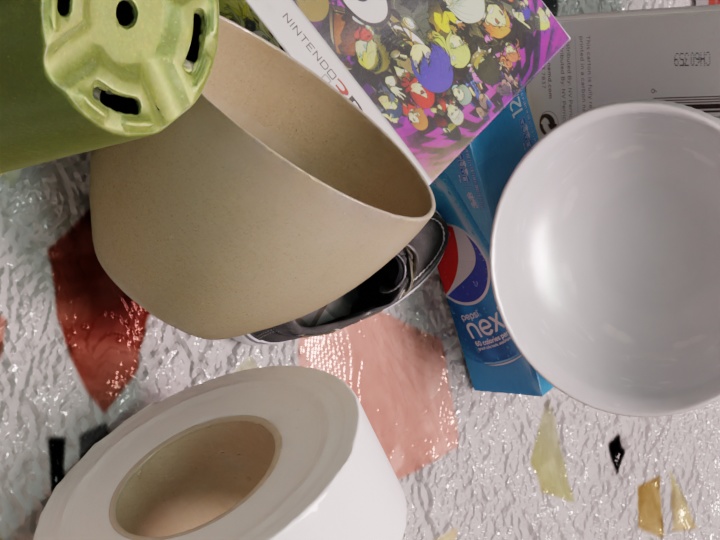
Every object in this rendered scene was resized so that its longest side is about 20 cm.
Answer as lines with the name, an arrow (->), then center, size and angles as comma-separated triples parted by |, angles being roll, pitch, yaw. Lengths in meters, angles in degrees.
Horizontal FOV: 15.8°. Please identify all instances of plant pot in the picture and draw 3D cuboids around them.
plant pot -> -0.178, -0.129, 1.327 | 0.200, 0.190, 0.201 | 0, 90, -48
plant pot -> -0.076, -0.040, 1.469 | 0.200, 0.200, 0.135 | 19, 113, -47

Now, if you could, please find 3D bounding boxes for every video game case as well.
video game case -> 0.020, -0.158, 1.622 | 0.181, 0.036, 0.200 | 52, 52, -9

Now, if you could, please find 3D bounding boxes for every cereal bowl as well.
cereal bowl -> 0.186, -0.012, 1.658 | 0.083, 0.199, 0.201 | -30, 115, -70

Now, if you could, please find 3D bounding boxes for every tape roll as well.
tape roll -> -0.078, 0.139, 1.440 | 0.203, 0.202, 0.071 | -49, 124, -36

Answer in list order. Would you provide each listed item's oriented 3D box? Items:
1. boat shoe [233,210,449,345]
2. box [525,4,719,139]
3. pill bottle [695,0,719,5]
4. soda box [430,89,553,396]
boat shoe -> 0.000, 0.000, 1.623 | 0.200, 0.066, 0.070 | -17, 104, -47
box -> 0.227, -0.081, 1.778 | 0.130, 0.200, 0.200 | -7, 96, -46
pill bottle -> 0.359, -0.200, 1.922 | 0.111, 0.200, 0.112 | -2, 93, -49
soda box -> 0.091, -0.021, 1.726 | 0.068, 0.064, 0.201 | -35, 115, -40
